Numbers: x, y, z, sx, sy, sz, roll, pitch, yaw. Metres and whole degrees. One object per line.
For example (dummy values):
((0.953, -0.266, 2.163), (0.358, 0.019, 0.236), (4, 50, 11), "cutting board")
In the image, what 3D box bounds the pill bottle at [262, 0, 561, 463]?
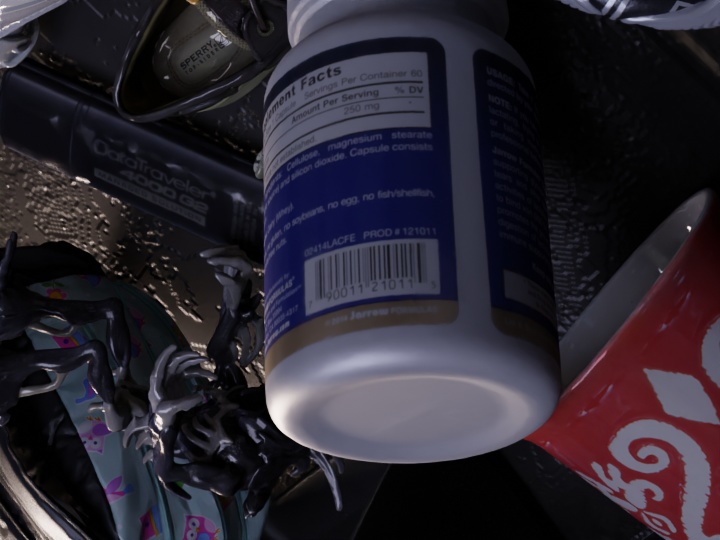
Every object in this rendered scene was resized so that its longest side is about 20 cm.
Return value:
((0.018, -0.033, 0.729), (0.115, 0.201, 0.116), (-1, 154, 0), "pill bottle")

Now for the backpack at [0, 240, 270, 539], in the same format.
((-0.144, 0.097, 0.980), (0.200, 0.126, 0.167), (55, 148, 24), "backpack")

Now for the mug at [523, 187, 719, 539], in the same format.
((0.186, 0.072, 0.738), (0.200, 0.134, 0.178), (40, 151, 0), "mug")

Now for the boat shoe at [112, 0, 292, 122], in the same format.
((-0.047, -0.124, 0.813), (0.073, 0.065, 0.200), (45, 135, 0), "boat shoe")

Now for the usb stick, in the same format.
((-0.105, -0.054, 0.930), (0.200, 0.033, 0.056), (25, 126, 20), "usb stick")

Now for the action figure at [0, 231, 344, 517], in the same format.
((-0.090, 0.050, 0.879), (0.199, 0.119, 0.102), (19, 122, -8), "action figure")

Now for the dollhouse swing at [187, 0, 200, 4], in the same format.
((-0.098, -0.254, 0.692), (0.175, 0.182, 0.200), (22, 135, -6), "dollhouse swing")

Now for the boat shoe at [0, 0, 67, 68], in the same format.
((-0.203, -0.133, 0.923), (0.199, 0.072, 0.069), (-11, 136, 33), "boat shoe")

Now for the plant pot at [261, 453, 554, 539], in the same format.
((0.016, 0.217, 0.941), (0.177, 0.200, 0.199), (38, 136, -10), "plant pot")

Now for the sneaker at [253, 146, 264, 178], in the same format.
((0.000, 0.000, 0.851), (0.077, 0.089, 0.200), (-7, 121, 41), "sneaker")

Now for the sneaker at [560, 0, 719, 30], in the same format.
((0.080, -0.169, 0.680), (0.199, 0.075, 0.115), (20, 124, 11), "sneaker")
